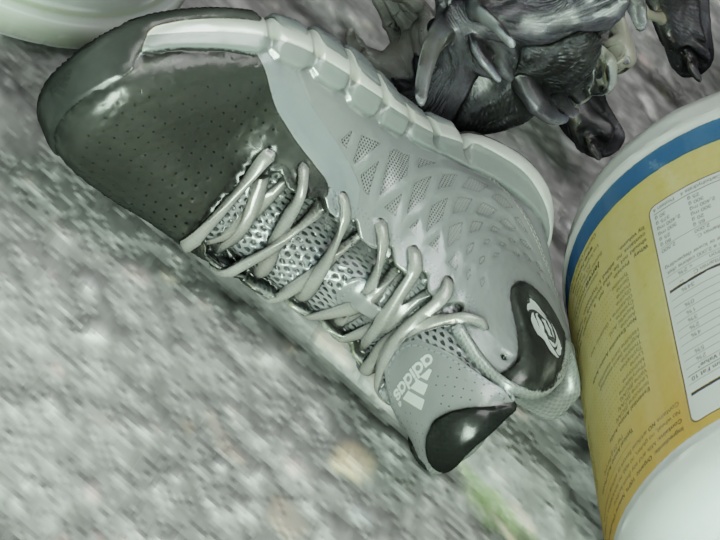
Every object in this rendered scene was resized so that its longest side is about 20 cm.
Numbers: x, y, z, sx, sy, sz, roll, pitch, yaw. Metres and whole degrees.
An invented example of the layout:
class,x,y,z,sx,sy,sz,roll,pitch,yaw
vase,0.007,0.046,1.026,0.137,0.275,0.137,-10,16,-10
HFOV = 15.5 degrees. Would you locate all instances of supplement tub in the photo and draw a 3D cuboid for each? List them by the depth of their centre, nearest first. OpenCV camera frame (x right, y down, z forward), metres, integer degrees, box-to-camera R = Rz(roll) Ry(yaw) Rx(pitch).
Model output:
class,x,y,z,sx,sy,sz,roll,pitch,yaw
supplement tub,0.142,0.053,0.812,0.144,0.145,0.201,29,34,-27

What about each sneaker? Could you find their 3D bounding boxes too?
class,x,y,z,sx,sy,sz,roll,pitch,yaw
sneaker,0.000,0.000,0.774,0.199,0.075,0.116,17,43,-41

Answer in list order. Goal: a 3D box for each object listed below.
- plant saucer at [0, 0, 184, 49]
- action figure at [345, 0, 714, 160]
class,x,y,z,sx,sy,sz,roll,pitch,yaw
plant saucer,-0.123,-0.161,0.838,0.199,0.050,0.201,31,34,-23
action figure,0.053,-0.091,0.909,0.102,0.119,0.200,55,19,13
